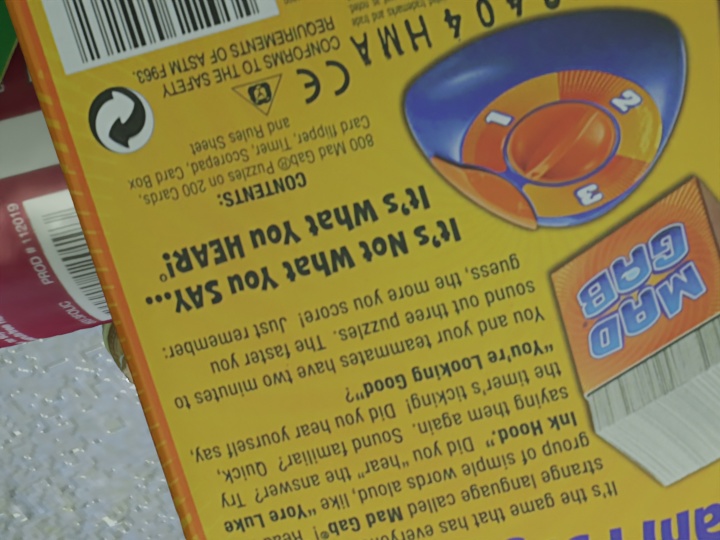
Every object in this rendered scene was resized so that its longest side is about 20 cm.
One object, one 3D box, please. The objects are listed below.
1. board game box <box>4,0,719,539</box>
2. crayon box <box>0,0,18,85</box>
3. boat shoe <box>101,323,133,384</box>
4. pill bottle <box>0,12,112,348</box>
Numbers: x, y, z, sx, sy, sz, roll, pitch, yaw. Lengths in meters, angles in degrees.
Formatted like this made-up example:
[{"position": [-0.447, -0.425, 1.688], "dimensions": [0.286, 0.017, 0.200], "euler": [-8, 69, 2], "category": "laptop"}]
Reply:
[{"position": [0.050, -0.040, 0.614], "dimensions": [0.199, 0.200, 0.201], "euler": [-14, 102, 12], "category": "board game box"}, {"position": [-0.185, -0.086, 0.626], "dimensions": [0.199, 0.051, 0.128], "euler": [22, 94, -9], "category": "crayon box"}, {"position": [0.000, 0.000, 0.770], "dimensions": [0.200, 0.076, 0.072], "euler": [-31, 147, 27], "category": "boat shoe"}, {"position": [-0.134, -0.028, 0.729], "dimensions": [0.199, 0.115, 0.114], "euler": [-13, 131, 12], "category": "pill bottle"}]
